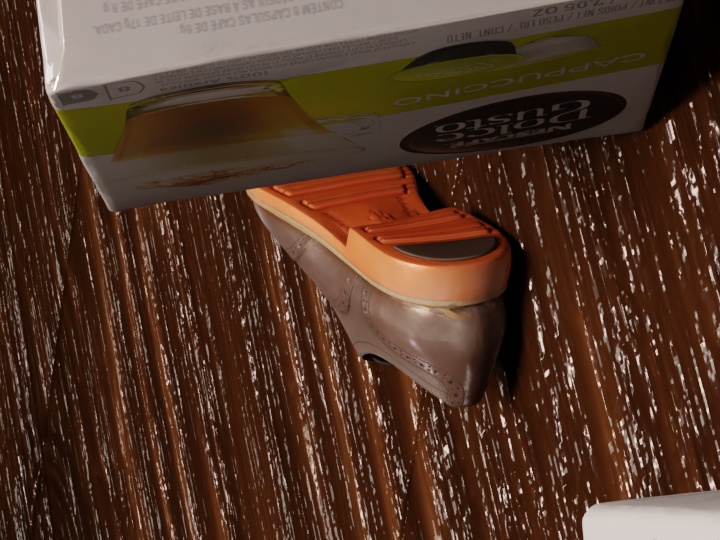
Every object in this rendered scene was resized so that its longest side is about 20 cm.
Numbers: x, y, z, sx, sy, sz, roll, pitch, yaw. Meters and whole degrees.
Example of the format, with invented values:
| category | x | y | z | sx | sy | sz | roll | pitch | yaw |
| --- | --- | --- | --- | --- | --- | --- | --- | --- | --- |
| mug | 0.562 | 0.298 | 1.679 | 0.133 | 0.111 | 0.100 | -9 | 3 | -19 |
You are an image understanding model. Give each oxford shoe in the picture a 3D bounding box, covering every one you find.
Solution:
| category | x | y | z | sx | sy | sz | roll | pitch | yaw |
| --- | --- | --- | --- | --- | --- | --- | --- | --- | --- |
| oxford shoe | 0.000 | 0.000 | 1.209 | 0.200 | 0.071 | 0.073 | -140 | 45 | -61 |

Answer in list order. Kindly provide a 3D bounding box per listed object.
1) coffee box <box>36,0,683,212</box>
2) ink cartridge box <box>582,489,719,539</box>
| category | x | y | z | sx | sy | sz | roll | pitch | yaw |
| --- | --- | --- | --- | --- | --- | --- | --- | --- | --- |
| coffee box | -0.010 | -0.146 | 0.955 | 0.198 | 0.199 | 0.200 | 85 | 176 | -79 |
| ink cartridge box | 0.148 | 0.138 | 0.829 | 0.200 | 0.083 | 0.145 | 172 | 94 | -68 |
